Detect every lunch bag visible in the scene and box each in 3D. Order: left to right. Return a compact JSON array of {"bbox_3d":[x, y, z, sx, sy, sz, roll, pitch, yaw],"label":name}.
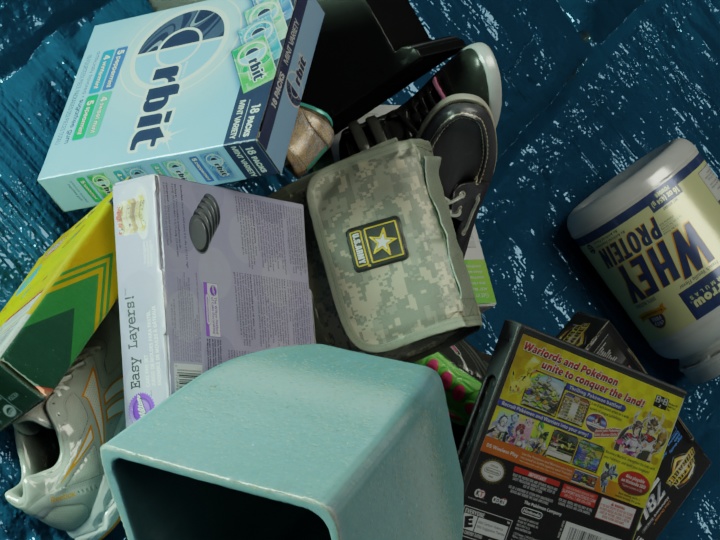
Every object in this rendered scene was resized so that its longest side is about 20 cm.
[{"bbox_3d":[0.000,0.000,1.619,0.117,0.200,0.164,-1,70,-46],"label":"lunch bag"}]

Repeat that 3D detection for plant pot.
[{"bbox_3d":[-0.029,0.159,1.407,0.200,0.196,0.197,-46,135,-41],"label":"plant pot"}]

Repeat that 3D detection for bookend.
[{"bbox_3d":[-0.053,-0.218,1.683,0.200,0.199,0.092,60,30,4],"label":"bookend"}]

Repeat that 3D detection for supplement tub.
[{"bbox_3d":[0.305,-0.008,1.883,0.145,0.145,0.200,-37,92,-41],"label":"supplement tub"}]

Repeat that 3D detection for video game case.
[{"bbox_3d":[0.164,0.154,1.631,0.200,0.025,0.181,22,87,-35],"label":"video game case"}]

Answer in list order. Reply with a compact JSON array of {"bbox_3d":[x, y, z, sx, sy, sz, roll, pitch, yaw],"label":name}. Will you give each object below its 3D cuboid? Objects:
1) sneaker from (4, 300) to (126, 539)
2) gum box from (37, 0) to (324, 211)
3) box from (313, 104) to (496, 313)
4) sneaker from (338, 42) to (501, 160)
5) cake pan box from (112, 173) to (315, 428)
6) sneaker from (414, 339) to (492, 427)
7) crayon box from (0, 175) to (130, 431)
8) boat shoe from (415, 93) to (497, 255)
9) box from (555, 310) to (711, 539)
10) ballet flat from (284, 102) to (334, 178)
[{"bbox_3d":[-0.213,0.100,1.501,0.092,0.076,0.200,27,54,-34],"label":"sneaker"},{"bbox_3d":[-0.139,-0.136,1.560,0.045,0.200,0.170,54,37,-41],"label":"gum box"},{"bbox_3d":[0.034,-0.053,1.785,0.144,0.036,0.200,-2,68,-36],"label":"box"},{"bbox_3d":[0.046,-0.120,1.682,0.099,0.200,0.071,-14,70,-28],"label":"sneaker"},{"bbox_3d":[-0.105,0.037,1.505,0.184,0.052,0.200,6,76,-53],"label":"cake pan box"},{"bbox_3d":[0.128,0.117,1.744,0.200,0.077,0.084,43,48,-16],"label":"sneaker"},{"bbox_3d":[-0.230,0.030,1.495,0.051,0.127,0.200,41,52,-13],"label":"crayon box"},{"bbox_3d":[0.074,-0.053,1.661,0.073,0.200,0.063,6,38,-10],"label":"boat shoe"},{"bbox_3d":[0.187,0.173,1.694,0.200,0.050,0.199,-50,124,-16],"label":"box"},{"bbox_3d":[-0.119,-0.123,1.639,0.067,0.200,0.068,-65,153,-16],"label":"ballet flat"}]
